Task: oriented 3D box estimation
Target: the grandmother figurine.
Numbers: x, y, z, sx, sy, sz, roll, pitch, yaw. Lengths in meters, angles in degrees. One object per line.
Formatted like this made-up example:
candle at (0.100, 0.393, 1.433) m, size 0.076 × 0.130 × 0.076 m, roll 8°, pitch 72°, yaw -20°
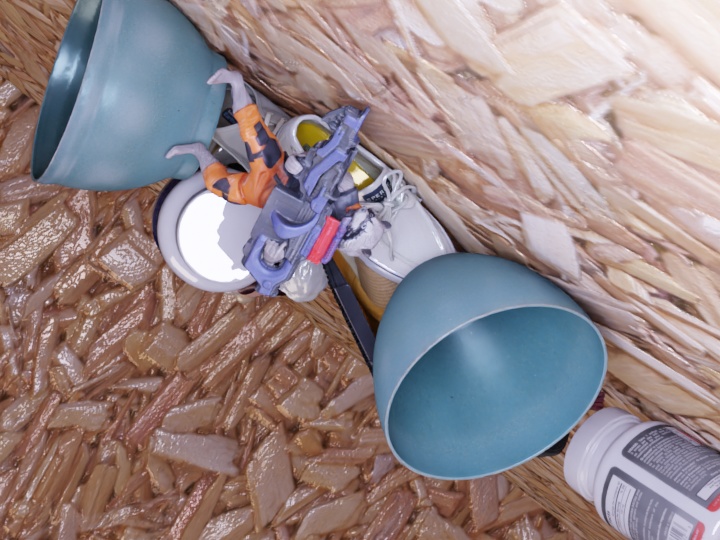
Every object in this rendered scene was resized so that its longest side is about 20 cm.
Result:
grandmother figurine at (-0.082, 0.005, 1.755) m, size 0.200 × 0.121 × 0.061 m, roll -11°, pitch 99°, yaw 69°

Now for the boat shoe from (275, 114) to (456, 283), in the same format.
boat shoe at (0.013, -0.064, 1.485) m, size 0.202 × 0.075 × 0.086 m, roll 45°, pitch 163°, yaw -5°

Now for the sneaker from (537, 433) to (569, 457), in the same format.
sneaker at (0.111, 0.150, 1.735) m, size 0.114 × 0.076 × 0.199 m, roll 0°, pitch 172°, yaw 45°

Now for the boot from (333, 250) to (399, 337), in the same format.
boot at (0.001, 0.000, 1.635) m, size 0.201 × 0.071 × 0.144 m, roll 54°, pitch 165°, yaw 49°

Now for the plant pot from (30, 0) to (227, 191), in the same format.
plant pot at (-0.200, -0.155, 1.527) m, size 0.134 × 0.200 × 0.200 m, roll 17°, pitch -179°, yaw -20°

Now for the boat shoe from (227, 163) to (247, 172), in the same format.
boat shoe at (-0.113, -0.092, 1.853) m, size 0.200 × 0.073 × 0.062 m, roll 51°, pitch 168°, yaw 39°

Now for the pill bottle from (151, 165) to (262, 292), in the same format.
pill bottle at (-0.137, -0.041, 1.640) m, size 0.120 × 0.120 × 0.200 m, roll 39°, pitch 178°, yaw -10°

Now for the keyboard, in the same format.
keyboard at (0.014, 0.085, 1.562) m, size 0.200 × 0.021 × 0.127 m, roll 64°, pitch 177°, yaw -33°

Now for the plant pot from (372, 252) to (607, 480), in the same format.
plant pot at (0.092, 0.063, 1.467) m, size 0.200 × 0.200 × 0.135 m, roll 44°, pitch -168°, yaw -44°

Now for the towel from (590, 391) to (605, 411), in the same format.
towel at (0.138, 0.110, 1.781) m, size 0.200 × 0.023 × 0.144 m, roll 16°, pitch 174°, yaw -28°

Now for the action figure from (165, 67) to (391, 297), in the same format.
action figure at (-0.050, -0.089, 1.415) m, size 0.193 × 0.200 × 0.105 m, roll 42°, pitch -146°, yaw 4°

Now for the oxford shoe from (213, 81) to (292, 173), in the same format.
oxford shoe at (-0.077, -0.115, 1.579) m, size 0.200 × 0.075 × 0.058 m, roll 37°, pitch 162°, yaw 21°

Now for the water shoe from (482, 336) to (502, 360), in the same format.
water shoe at (0.156, 0.092, 1.639) m, size 0.071 × 0.079 × 0.200 m, roll 8°, pitch 156°, yaw 34°

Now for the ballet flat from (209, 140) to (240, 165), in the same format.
ballet flat at (-0.152, -0.152, 1.729) m, size 0.200 × 0.073 × 0.073 m, roll 41°, pitch 173°, yaw -28°

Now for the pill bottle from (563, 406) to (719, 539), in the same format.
pill bottle at (0.296, 0.213, 1.630) m, size 0.200 × 0.116 × 0.116 m, roll 32°, pitch 172°, yaw 45°
